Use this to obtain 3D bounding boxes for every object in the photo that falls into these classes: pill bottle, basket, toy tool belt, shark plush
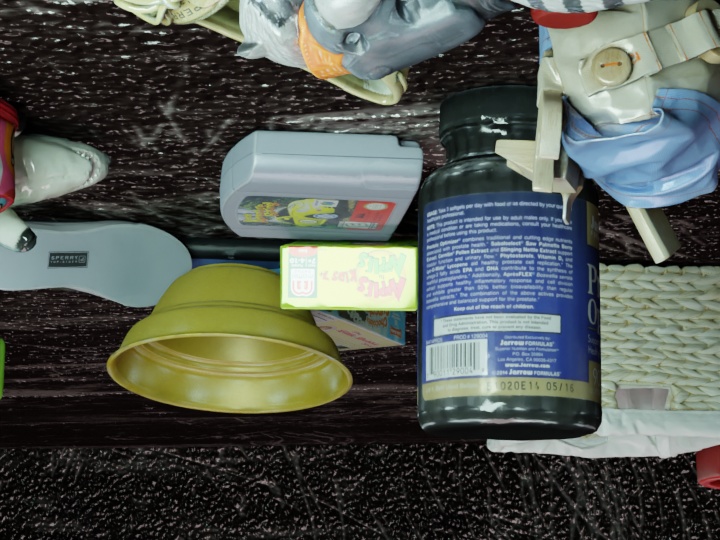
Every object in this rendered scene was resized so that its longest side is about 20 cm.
[{"bbox_3d":[0.089,-0.003,1.017,0.110,0.202,0.112,1,170,0],"label":"pill bottle"},{"bbox_3d":[0.233,0.087,1.576,0.196,0.163,0.200,3,170,-10],"label":"basket"},{"bbox_3d":[0.126,-0.079,0.825,0.124,0.124,0.200,-5,168,25],"label":"toy tool belt"},{"bbox_3d":[-0.269,-0.060,1.119,0.198,0.092,0.083,-8,-163,18],"label":"shark plush"}]

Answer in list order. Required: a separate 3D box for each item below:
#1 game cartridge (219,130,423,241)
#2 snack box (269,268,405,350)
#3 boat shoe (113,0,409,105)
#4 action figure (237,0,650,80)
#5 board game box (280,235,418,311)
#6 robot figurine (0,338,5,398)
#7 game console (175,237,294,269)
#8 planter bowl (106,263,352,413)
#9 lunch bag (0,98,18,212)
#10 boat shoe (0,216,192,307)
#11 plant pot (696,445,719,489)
[{"bbox_3d":[-0.033,-0.056,1.193,0.132,0.041,0.200,6,169,-4],"label":"game cartridge"},{"bbox_3d":[-0.052,0.039,1.528,0.115,0.038,0.200,-6,165,26],"label":"snack box"},{"bbox_3d":[-0.053,-0.125,0.760,0.073,0.064,0.200,-10,165,44],"label":"boat shoe"},{"bbox_3d":[0.024,-0.127,0.653,0.192,0.106,0.199,-17,164,30],"label":"action figure"},{"bbox_3d":[0.000,0.000,1.317,0.100,0.048,0.200,1,-177,5],"label":"board game box"},{"bbox_3d":[-0.486,0.102,1.817,0.198,0.117,0.175,1,174,2],"label":"robot figurine"},{"bbox_3d":[-0.118,0.002,1.508,0.198,0.031,0.177,1,169,-6],"label":"game console"},{"bbox_3d":[-0.103,0.048,1.375,0.198,0.084,0.201,3,158,1],"label":"planter bowl"},{"bbox_3d":[-0.318,-0.075,0.985,0.198,0.083,0.176,-3,168,23],"label":"lunch bag"},{"bbox_3d":[-0.233,-0.012,1.368,0.198,0.071,0.066,0,-164,-37],"label":"boat shoe"},{"bbox_3d":[0.438,0.127,1.711,0.198,0.185,0.200,1,170,0],"label":"plant pot"}]
